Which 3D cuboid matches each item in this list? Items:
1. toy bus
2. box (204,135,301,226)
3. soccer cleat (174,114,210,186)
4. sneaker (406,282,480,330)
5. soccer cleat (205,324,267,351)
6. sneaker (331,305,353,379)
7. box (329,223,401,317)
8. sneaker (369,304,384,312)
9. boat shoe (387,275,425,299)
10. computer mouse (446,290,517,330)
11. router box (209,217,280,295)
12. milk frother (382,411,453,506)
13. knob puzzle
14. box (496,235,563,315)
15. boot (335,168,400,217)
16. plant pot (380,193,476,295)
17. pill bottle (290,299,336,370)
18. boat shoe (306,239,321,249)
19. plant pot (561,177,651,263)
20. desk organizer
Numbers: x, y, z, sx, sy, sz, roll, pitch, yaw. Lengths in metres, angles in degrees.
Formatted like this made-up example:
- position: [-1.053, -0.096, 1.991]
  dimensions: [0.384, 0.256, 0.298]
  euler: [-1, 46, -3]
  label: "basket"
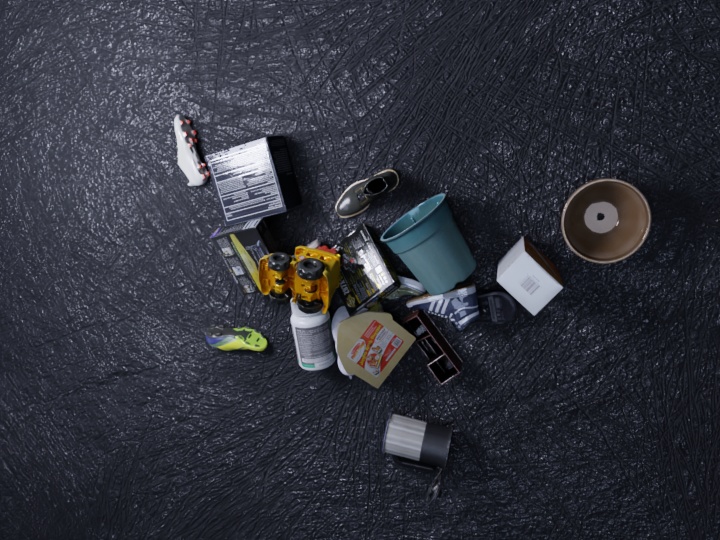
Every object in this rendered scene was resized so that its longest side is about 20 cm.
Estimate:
- position: [-0.144, -0.004, 1.546]
  dimensions: [0.197, 0.193, 0.137]
  euler: [14, 128, 14]
  label: "toy bus"
- position: [-0.291, -0.245, 1.609]
  dimensions: [0.197, 0.123, 0.202]
  euler: [-11, 100, 19]
  label: "box"
- position: [-0.498, -0.339, 1.674]
  dimensions: [0.076, 0.069, 0.203]
  euler: [-14, 102, 21]
  label: "soccer cleat"
- position: [0.221, 0.106, 1.555]
  dimensions: [0.197, 0.070, 0.110]
  euler: [-14, 98, 28]
  label: "sneaker"
- position: [-0.375, 0.215, 1.787]
  dimensions: [0.197, 0.065, 0.085]
  euler: [9, 135, 8]
  label: "soccer cleat"
- position: [-0.041, 0.210, 1.678]
  dimensions: [0.074, 0.114, 0.203]
  euler: [-5, 67, -2]
  label: "sneaker"
- position: [0.000, 0.000, 1.585]
  dimensions: [0.159, 0.049, 0.202]
  euler: [-38, 62, 21]
  label: "box"
- position: [0.028, 0.157, 1.639]
  dimensions: [0.077, 0.090, 0.203]
  euler: [-16, 97, 19]
  label: "sneaker"
- position: [0.084, 0.047, 1.597]
  dimensions: [0.197, 0.072, 0.063]
  euler: [10, 81, 26]
  label: "boat shoe"
- position: [0.323, 0.090, 1.568]
  dimensions: [0.197, 0.053, 0.141]
  euler: [-1, 105, 28]
  label: "computer mouse"
- position: [-0.296, -0.034, 1.608]
  dimensions: [0.155, 0.052, 0.202]
  euler: [-9, 122, 25]
  label: "router box"
- position: [0.151, 0.524, 1.638]
  dimensions: [0.185, 0.200, 0.184]
  euler: [10, 110, 13]
  label: "milk frother"
- position: [0.020, 0.193, 1.580]
  dimensions: [0.216, 0.030, 0.224]
  euler: [-2, 104, -8]
  label: "knob puzzle"
- position: [0.413, 0.008, 1.440]
  dimensions: [0.124, 0.200, 0.098]
  euler: [42, 110, 1]
  label: "box"
- position: [0.002, -0.199, 1.534]
  dimensions: [0.199, 0.138, 0.078]
  euler: [-35, 93, 21]
  label: "boot"
- position: [0.186, -0.057, 1.499]
  dimensions: [0.199, 0.201, 0.197]
  euler: [-32, 101, 20]
  label: "plant pot"
- position: [-0.136, 0.170, 1.659]
  dimensions: [0.111, 0.113, 0.203]
  euler: [-1, 113, 15]
  label: "pill bottle"
- position: [-0.162, 0.001, 1.668]
  dimensions: [0.199, 0.075, 0.093]
  euler: [-38, 98, 28]
  label: "boat shoe"
- position: [0.586, -0.125, 1.419]
  dimensions: [0.197, 0.093, 0.204]
  euler: [3, 105, 13]
  label: "plant pot"
- position: [0.194, 0.207, 1.612]
  dimensions: [0.071, 0.077, 0.201]
  euler: [-37, 92, 20]
  label: "desk organizer"
